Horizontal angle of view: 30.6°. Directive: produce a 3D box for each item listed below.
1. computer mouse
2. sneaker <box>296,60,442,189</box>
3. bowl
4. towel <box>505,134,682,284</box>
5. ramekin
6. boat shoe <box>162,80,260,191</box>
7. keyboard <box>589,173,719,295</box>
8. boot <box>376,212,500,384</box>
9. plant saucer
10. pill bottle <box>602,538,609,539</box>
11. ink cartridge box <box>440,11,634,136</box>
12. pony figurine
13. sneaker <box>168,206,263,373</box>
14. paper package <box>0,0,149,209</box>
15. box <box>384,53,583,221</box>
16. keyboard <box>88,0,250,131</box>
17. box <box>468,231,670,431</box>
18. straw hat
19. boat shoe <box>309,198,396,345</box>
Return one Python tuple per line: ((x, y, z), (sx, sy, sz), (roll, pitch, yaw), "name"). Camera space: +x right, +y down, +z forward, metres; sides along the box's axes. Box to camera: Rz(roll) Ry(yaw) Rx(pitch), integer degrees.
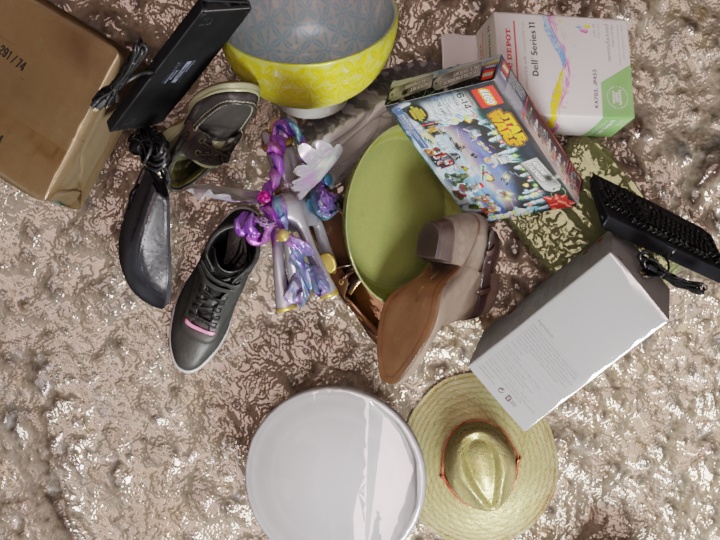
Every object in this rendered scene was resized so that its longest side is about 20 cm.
((-0.242, -0.055, 1.451), (0.052, 0.138, 0.203), (-4, 104, -18), "computer mouse")
((0.026, -0.167, 1.480), (0.198, 0.075, 0.082), (-28, 125, -3), "sneaker")
((-0.055, -0.231, 1.430), (0.197, 0.201, 0.109), (-2, 130, 0), "bowl")
((0.267, -0.041, 1.490), (0.148, 0.036, 0.200), (-43, 93, 3), "towel")
((-0.021, 0.224, 1.461), (0.199, 0.094, 0.205), (0, 92, 10), "ramekin")
((-0.161, -0.141, 1.411), (0.071, 0.200, 0.067), (4, 72, -31), "boat shoe")
((0.329, -0.029, 1.417), (0.198, 0.128, 0.021), (20, 134, -32), "keyboard")
((0.096, 0.033, 1.443), (0.070, 0.146, 0.202), (21, 94, 35), "boot")
((0.046, -0.062, 1.441), (0.031, 0.199, 0.203), (8, 102, 44), "plant saucer")
((0.241, 0.404, 1.469), (0.114, 0.114, 0.200), (42, 92, -2), "pill bottle")
((0.192, -0.214, 1.434), (0.197, 0.067, 0.119), (0, 78, -13), "ink cartridge box")
((-0.080, -0.063, 1.371), (0.164, 0.193, 0.203), (-13, 94, 8), "pony figurine")
((-0.166, 0.024, 1.461), (0.070, 0.099, 0.202), (24, 93, -3), "sneaker")
((-0.360, -0.195, 1.433), (0.199, 0.103, 0.192), (30, 94, 11), "paper package")
((0.133, -0.134, 1.397), (0.136, 0.040, 0.200), (-9, 138, 35), "box")
((-0.203, -0.206, 1.332), (0.200, 0.126, 0.021), (-43, 73, 38), "keyboard")
((0.228, 0.061, 1.423), (0.200, 0.124, 0.098), (-41, 93, 20), "box")
((0.135, 0.220, 1.476), (0.198, 0.085, 0.204), (0, 92, 0), "straw hat")
((0.000, 0.001, 1.475), (0.072, 0.068, 0.201), (-32, 92, 1), "boat shoe")
